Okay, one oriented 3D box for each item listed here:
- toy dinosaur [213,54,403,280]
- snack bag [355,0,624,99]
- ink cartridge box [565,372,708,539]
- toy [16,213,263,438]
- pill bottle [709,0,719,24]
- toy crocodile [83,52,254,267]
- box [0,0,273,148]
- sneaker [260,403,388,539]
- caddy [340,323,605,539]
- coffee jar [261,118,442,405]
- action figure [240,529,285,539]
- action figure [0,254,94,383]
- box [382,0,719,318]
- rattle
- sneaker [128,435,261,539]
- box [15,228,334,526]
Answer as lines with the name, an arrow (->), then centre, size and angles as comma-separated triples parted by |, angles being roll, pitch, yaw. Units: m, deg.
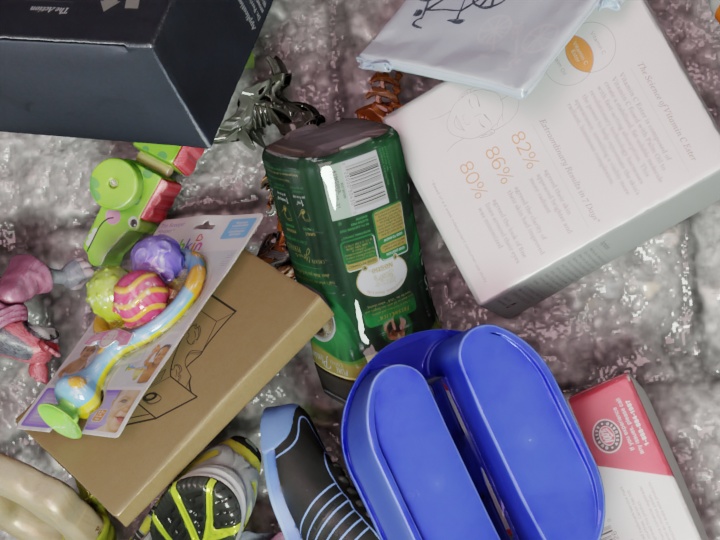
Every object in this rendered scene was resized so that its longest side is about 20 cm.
toy dinosaur -> -0.030, -0.087, 1.376 | 0.135, 0.102, 0.200 | 32, 73, 0
snack bag -> 0.112, -0.198, 1.297 | 0.188, 0.021, 0.200 | 19, 65, 50
ink cartridge box -> 0.127, 0.177, 1.295 | 0.199, 0.086, 0.148 | -24, 79, 11
toy -> -0.162, 0.025, 1.307 | 0.115, 0.047, 0.200 | -1, 50, 44
pill bottle -> 0.333, -0.134, 1.268 | 0.109, 0.110, 0.200 | -34, 77, 8
toy crocodile -> -0.146, -0.089, 1.400 | 0.062, 0.067, 0.201 | 28, 91, 14
box -> -0.177, -0.204, 1.346 | 0.196, 0.118, 0.201 | 6, 59, 25
sneaker -> -0.010, 0.177, 1.264 | 0.078, 0.070, 0.201 | -19, 71, 9
caddy -> 0.072, 0.130, 1.219 | 0.141, 0.105, 0.201 | -23, 81, -13
coffee jar -> 0.000, 0.000, 1.304 | 0.085, 0.104, 0.201 | -20, 108, -21
action figure -> -0.029, 0.281, 1.328 | 0.200, 0.134, 0.149 | 42, 67, 15
action figure -> -0.294, 0.013, 1.383 | 0.200, 0.149, 0.134 | 30, 84, 29
box -> 0.143, -0.082, 1.309 | 0.199, 0.106, 0.153 | -29, 77, 9
rattle -> -0.252, 0.132, 1.400 | 0.199, 0.130, 0.143 | 12, 77, 38
sneaker -> -0.119, 0.190, 1.295 | 0.075, 0.076, 0.200 | 40, 130, -1
box -> -0.130, 0.068, 1.296 | 0.200, 0.021, 0.163 | -45, 36, -12
